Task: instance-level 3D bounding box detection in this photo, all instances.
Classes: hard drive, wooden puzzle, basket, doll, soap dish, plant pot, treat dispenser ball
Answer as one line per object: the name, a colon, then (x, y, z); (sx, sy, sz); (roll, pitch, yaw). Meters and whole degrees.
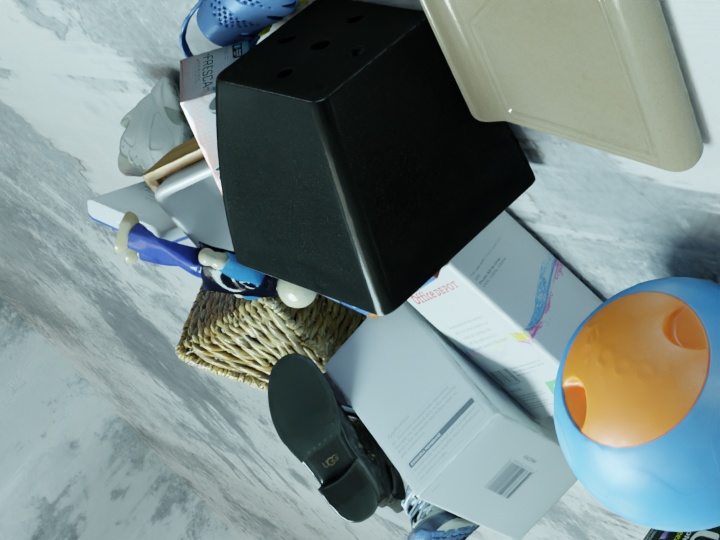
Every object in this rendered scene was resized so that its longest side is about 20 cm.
hard drive: (-0.174, -0.078, 1.617); (0.131, 0.199, 0.026); (21, 123, 42)
wooden puzzle: (0.142, -0.160, 1.083); (0.199, 0.037, 0.185); (18, 151, 38)
basket: (-0.087, 0.044, 1.650); (0.148, 0.201, 0.143); (-31, 117, 30)
doll: (-0.137, -0.003, 1.452); (0.198, 0.049, 0.137); (17, 168, 10)
soap dish: (-0.090, -0.085, 1.483); (0.199, 0.082, 0.158); (-21, 127, 26)
plant pot: (-0.006, -0.110, 1.242); (0.199, 0.199, 0.178); (20, 141, 44)
treat dispenser ball: (0.255, 0.107, 1.206); (0.200, 0.201, 0.201); (34, 161, 14)

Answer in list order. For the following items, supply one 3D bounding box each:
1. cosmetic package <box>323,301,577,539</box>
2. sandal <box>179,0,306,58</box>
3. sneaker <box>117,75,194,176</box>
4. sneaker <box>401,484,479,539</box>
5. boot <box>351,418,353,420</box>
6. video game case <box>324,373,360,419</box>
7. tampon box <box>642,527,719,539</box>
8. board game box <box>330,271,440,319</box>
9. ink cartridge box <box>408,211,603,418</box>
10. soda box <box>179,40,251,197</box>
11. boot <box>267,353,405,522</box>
cosmetic package: (0.099, 0.150, 1.547); (0.199, 0.123, 0.200); (32, -165, -48)
sandal: (-0.106, -0.227, 1.307); (0.079, 0.087, 0.200); (44, 159, -2)
sneaker: (-0.211, -0.119, 1.610); (0.078, 0.099, 0.201); (49, -169, -37)
sneaker: (0.074, 0.254, 1.572); (0.085, 0.077, 0.200); (50, -170, 11)
boot: (-0.014, 0.184, 1.899); (0.107, 0.075, 0.200); (43, 169, -19)
video game case: (0.001, 0.112, 1.709); (0.199, 0.144, 0.019); (17, 129, -26)
tampon box: (0.389, 0.335, 1.548); (0.126, 0.150, 0.199); (47, 159, -24)
board game box: (0.000, 0.000, 1.421); (0.102, 0.020, 0.200); (26, 162, -9)
ink cartridge box: (0.148, 0.041, 1.435); (0.200, 0.088, 0.145); (40, 161, -8)
soda box: (-0.099, -0.104, 1.353); (0.064, 0.068, 0.201); (-98, -10, -45)
boot: (-0.020, 0.176, 1.578); (0.201, 0.069, 0.174); (63, -169, 5)
